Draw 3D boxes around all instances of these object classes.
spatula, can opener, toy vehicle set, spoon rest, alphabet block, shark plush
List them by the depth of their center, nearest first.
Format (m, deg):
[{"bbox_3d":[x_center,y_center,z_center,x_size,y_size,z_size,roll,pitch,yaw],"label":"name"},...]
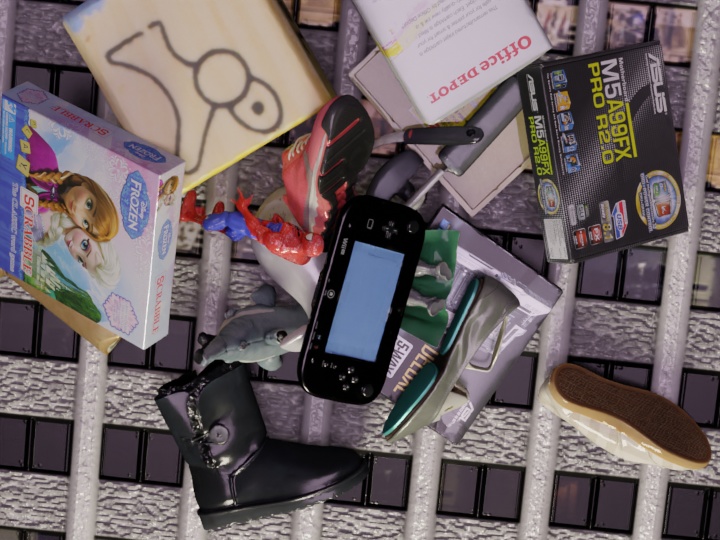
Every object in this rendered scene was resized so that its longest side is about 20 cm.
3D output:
[{"bbox_3d":[-0.151,-0.206,1.518,0.194,0.196,0.201,-29,96,6],"label":"alphabet block"},{"bbox_3d":[0.035,-0.132,1.565,0.198,0.021,0.057,-2,60,31],"label":"spatula"},{"bbox_3d":[-0.102,0.057,1.565,0.082,0.199,0.092,1,87,33],"label":"shark plush"},{"bbox_3d":[0.087,-0.129,1.567,0.067,0.053,0.200,42,95,-4],"label":"can opener"},{"bbox_3d":[-0.065,-0.002,1.570,0.099,0.202,0.060,-30,141,25],"label":"spoon rest"},{"bbox_3d":[0.096,-0.172,1.601,0.124,0.027,0.200,-41,95,6],"label":"toy vehicle set"}]

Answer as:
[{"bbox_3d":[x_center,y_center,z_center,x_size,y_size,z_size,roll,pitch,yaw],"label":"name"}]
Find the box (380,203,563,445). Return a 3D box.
[{"bbox_3d":[0.094,0.057,1.620,0.157,0.050,0.201,35,96,-3],"label":"box"}]

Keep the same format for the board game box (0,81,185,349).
[{"bbox_3d":[-0.265,-0.052,1.484,0.198,0.041,0.202,26,126,23],"label":"board game box"}]

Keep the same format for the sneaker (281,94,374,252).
[{"bbox_3d":[-0.045,-0.101,1.475,0.087,0.201,0.074,40,58,21],"label":"sneaker"}]

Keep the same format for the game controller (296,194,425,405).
[{"bbox_3d":[0.000,0.029,1.493,0.104,0.042,0.202,13,93,-44],"label":"game controller"}]

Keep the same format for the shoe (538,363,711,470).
[{"bbox_3d":[0.280,0.160,1.633,0.198,0.070,0.053,27,140,-6],"label":"shoe"}]

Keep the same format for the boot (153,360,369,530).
[{"bbox_3d":[-0.106,0.171,1.625,0.198,0.076,0.170,-16,101,9],"label":"boot"}]

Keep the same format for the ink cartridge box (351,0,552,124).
[{"bbox_3d":[0.074,-0.264,1.503,0.144,0.145,0.201,-30,95,4],"label":"ink cartridge box"}]

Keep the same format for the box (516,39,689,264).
[{"bbox_3d":[0.248,-0.121,1.560,0.159,0.044,0.203,-13,98,-28],"label":"box"}]

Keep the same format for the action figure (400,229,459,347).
[{"bbox_3d":[0.000,0.000,1.582,0.198,0.055,0.120,12,88,30],"label":"action figure"}]

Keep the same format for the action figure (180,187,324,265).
[{"bbox_3d":[-0.103,-0.044,1.536,0.065,0.199,0.052,29,86,-43],"label":"action figure"}]

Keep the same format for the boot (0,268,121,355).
[{"bbox_3d":[-0.341,0.024,1.618,0.199,0.066,0.176,36,97,-5],"label":"boot"}]

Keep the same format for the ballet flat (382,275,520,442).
[{"bbox_3d":[0.097,0.102,1.568,0.063,0.067,0.201,30,96,-10],"label":"ballet flat"}]
